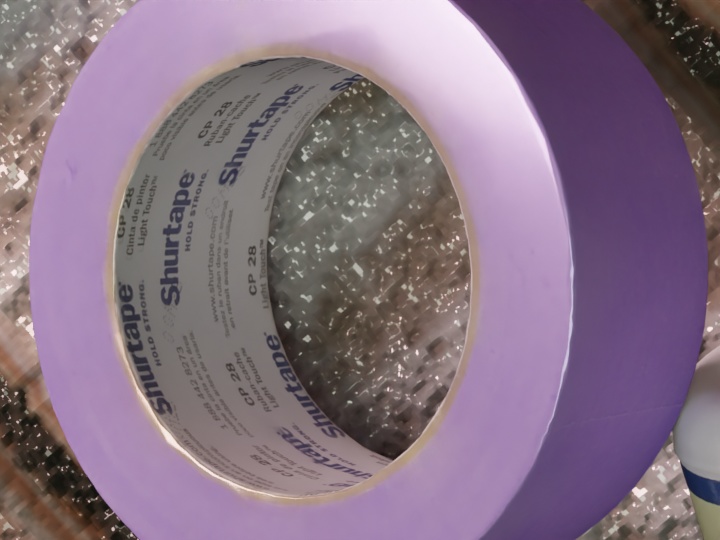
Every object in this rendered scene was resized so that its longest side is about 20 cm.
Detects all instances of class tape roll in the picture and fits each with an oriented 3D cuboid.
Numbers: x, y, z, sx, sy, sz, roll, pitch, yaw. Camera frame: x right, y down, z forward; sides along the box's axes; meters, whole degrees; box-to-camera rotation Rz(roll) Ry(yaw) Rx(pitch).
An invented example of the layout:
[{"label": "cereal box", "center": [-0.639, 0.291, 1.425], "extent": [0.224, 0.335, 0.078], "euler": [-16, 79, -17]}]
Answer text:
[{"label": "tape roll", "center": [0.000, 0.000, 0.915], "extent": [0.200, 0.085, 0.200], "euler": [2, 93, 33]}]

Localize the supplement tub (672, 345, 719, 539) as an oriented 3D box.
[{"label": "supplement tub", "center": [0.190, 0.110, 0.926], "extent": [0.145, 0.145, 0.200], "euler": [-16, 101, 11]}]
